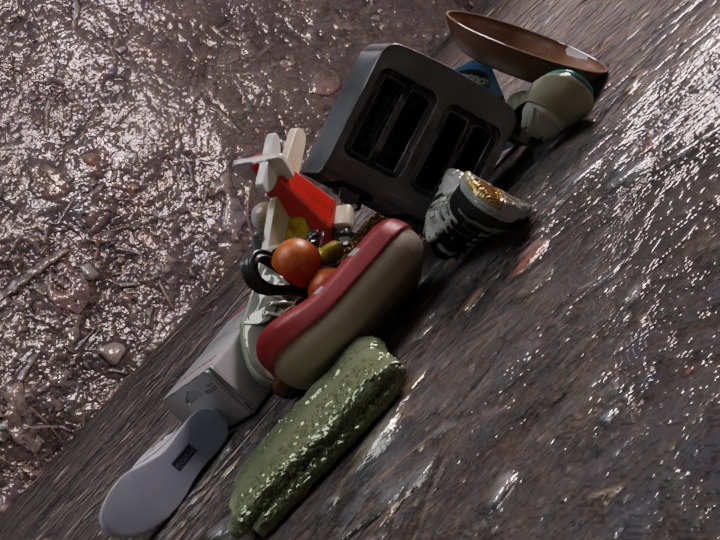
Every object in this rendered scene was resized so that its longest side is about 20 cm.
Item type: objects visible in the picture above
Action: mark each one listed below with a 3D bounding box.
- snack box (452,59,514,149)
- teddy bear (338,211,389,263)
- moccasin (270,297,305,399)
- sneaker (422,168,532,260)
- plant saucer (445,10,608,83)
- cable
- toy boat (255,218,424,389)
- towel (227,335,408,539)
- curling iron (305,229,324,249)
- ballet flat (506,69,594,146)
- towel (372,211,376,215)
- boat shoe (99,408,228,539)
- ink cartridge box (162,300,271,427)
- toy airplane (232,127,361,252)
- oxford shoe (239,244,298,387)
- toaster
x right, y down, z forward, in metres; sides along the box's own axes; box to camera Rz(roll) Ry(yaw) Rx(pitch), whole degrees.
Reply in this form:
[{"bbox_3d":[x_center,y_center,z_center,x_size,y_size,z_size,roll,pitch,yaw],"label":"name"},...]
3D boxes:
[{"bbox_3d":[0.083,-0.170,1.246,0.199,0.117,0.037,-25,8,-1],"label":"snack box"},{"bbox_3d":[0.000,0.000,1.273,0.200,0.067,0.145,-47,-2,31],"label":"teddy bear"},{"bbox_3d":[-0.070,0.080,1.143,0.074,0.078,0.201,-41,10,23],"label":"moccasin"},{"bbox_3d":[0.107,-0.045,0.995,0.088,0.075,0.200,-60,5,3],"label":"sneaker"},{"bbox_3d":[0.189,-0.254,1.191,0.201,0.200,0.037,-68,-2,-67],"label":"plant saucer"},{"bbox_3d":[-0.062,0.018,1.111,0.050,0.098,0.200,-9,-1,39],"label":"cable"},{"bbox_3d":[-0.036,0.018,1.020,0.200,0.131,0.131,-48,-16,-21],"label":"toy boat"},{"bbox_3d":[-0.042,0.141,0.894,0.200,0.036,0.148,-45,10,-2],"label":"towel"},{"bbox_3d":[-0.047,-0.014,1.348,0.200,0.025,0.050,54,-139,-78],"label":"curling iron"},{"bbox_3d":[0.198,-0.168,1.117,0.069,0.069,0.200,-46,5,-4],"label":"ballet flat"},{"bbox_3d":[0.025,-0.070,1.467,0.144,0.023,0.200,-55,2,32],"label":"towel"},{"bbox_3d":[-0.233,0.245,1.201,0.200,0.074,0.065,-40,-1,-41],"label":"boat shoe"},{"bbox_3d":[-0.149,0.112,1.330,0.146,0.085,0.200,-35,12,48],"label":"ink cartridge box"},{"bbox_3d":[-0.109,-0.095,1.432,0.141,0.200,0.200,-21,1,38],"label":"toy airplane"},{"bbox_3d":[-0.103,0.048,1.262,0.058,0.075,0.201,-37,39,48],"label":"oxford shoe"},{"bbox_3d":[0.059,-0.148,1.137,0.201,0.180,0.119,-63,16,3],"label":"toaster"}]
